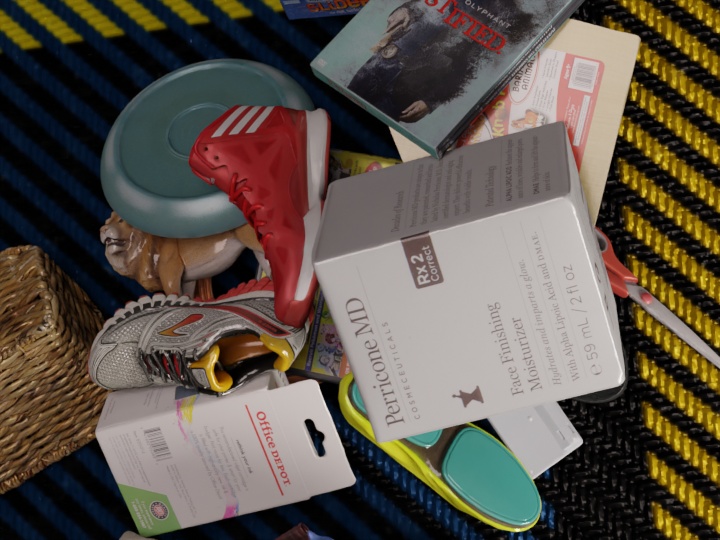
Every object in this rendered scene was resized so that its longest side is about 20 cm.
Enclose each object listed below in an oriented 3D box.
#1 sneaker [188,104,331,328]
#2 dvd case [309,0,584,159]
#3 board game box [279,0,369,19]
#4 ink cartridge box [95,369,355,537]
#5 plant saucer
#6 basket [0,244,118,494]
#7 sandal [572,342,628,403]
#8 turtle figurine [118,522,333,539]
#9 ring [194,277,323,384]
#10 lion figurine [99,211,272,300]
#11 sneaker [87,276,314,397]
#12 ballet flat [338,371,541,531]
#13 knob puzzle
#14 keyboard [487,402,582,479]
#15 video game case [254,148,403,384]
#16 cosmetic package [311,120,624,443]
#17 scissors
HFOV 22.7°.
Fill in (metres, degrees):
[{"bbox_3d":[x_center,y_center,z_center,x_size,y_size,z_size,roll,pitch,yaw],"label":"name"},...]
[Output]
[{"bbox_3d":[-0.087,-0.047,1.461,0.115,0.078,0.200,7,57,-7],"label":"sneaker"},{"bbox_3d":[0.075,-0.199,1.454,0.146,0.022,0.200,37,77,28],"label":"dvd case"},{"bbox_3d":[0.004,-0.317,1.564,0.135,0.034,0.201,-3,65,14],"label":"board game box"},{"bbox_3d":[-0.110,0.144,1.528,0.199,0.067,0.117,-14,115,12],"label":"ink cartridge box"},{"bbox_3d":[-0.136,-0.115,1.562,0.200,0.027,0.201,-8,52,10],"label":"plant saucer"},{"bbox_3d":[-0.324,0.089,1.618,0.200,0.149,0.143,-32,44,9],"label":"basket"},{"bbox_3d":[0.154,0.025,1.507,0.075,0.048,0.201,-33,76,8],"label":"sandal"},{"bbox_3d":[-0.119,0.300,1.498,0.193,0.144,0.201,9,82,18],"label":"turtle figurine"},{"bbox_3d":[-0.068,0.007,1.583,0.200,0.019,0.201,-2,84,14],"label":"ring"},{"bbox_3d":[-0.128,-0.021,1.551,0.199,0.072,0.123,-15,65,14],"label":"lion figurine"},{"bbox_3d":[-0.139,0.063,1.483,0.199,0.078,0.082,-15,35,19],"label":"sneaker"},{"bbox_3d":[0.063,0.151,1.502,0.200,0.067,0.067,37,64,-3],"label":"ballet flat"},{"bbox_3d":[0.115,-0.129,1.489,0.219,0.030,0.220,1,96,9],"label":"knob puzzle"},{"bbox_3d":[0.109,0.079,1.505,0.056,0.011,0.200,-35,90,1],"label":"keyboard"},{"bbox_3d":[0.000,0.000,1.544,0.180,0.025,0.201,10,87,15],"label":"video game case"},{"bbox_3d":[0.086,0.007,1.388,0.199,0.165,0.165,-16,112,11],"label":"cosmetic package"},{"bbox_3d":[0.232,0.012,1.501,0.200,0.014,0.073,29,48,0],"label":"scissors"}]
